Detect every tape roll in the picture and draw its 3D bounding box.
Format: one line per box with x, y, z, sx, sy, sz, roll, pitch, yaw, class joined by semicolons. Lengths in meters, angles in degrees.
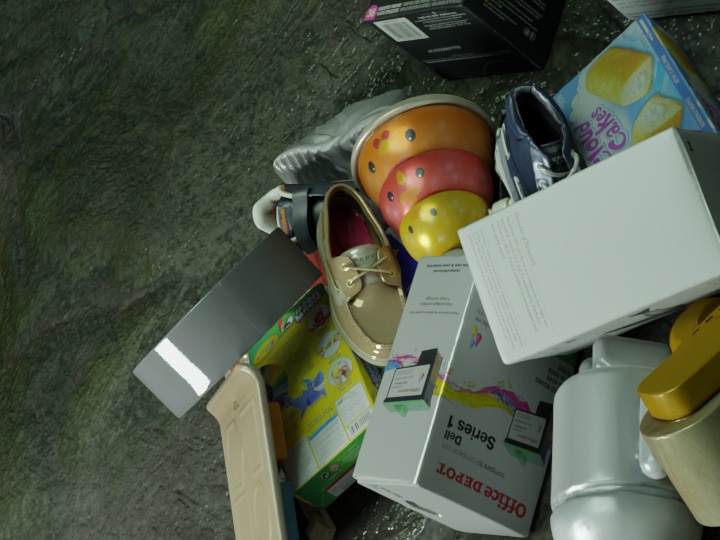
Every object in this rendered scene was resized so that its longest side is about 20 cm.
-0.128;0.050;1.479;0.200;0.066;0.200;-45;3;3;tape roll

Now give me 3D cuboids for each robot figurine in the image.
0.201;0.150;1.153;0.170;0.112;0.201;100;177;-61;robot figurine

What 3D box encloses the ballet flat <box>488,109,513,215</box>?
0.146;-0.066;1.406;0.074;0.074;0.201;-25;49;38;ballet flat

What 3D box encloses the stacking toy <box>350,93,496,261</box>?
0.079;-0.052;1.418;0.146;0.146;0.201;-40;44;25;stacking toy

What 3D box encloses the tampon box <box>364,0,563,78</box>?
0.122;-0.317;1.552;0.149;0.126;0.201;1;67;49;tampon box

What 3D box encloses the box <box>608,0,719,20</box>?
0.260;-0.317;1.326;0.183;0.199;0.106;4;68;51;box

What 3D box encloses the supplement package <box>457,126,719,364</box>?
0.199;-0.017;1.184;0.199;0.117;0.118;-26;77;32;supplement package

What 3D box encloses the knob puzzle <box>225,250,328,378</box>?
-0.097;0.041;1.655;0.219;0.030;0.221;-29;46;36;knob puzzle

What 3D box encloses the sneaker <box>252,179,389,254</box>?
-0.036;-0.055;1.590;0.199;0.079;0.079;-1;97;53;sneaker

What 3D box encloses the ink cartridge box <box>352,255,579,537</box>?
0.095;0.107;1.283;0.084;0.144;0.201;-1;65;49;ink cartridge box

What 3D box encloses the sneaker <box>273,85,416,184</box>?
-0.009;-0.138;1.656;0.199;0.075;0.082;-19;33;39;sneaker

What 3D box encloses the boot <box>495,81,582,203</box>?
0.168;-0.062;1.313;0.072;0.091;0.201;-21;61;-9;boot

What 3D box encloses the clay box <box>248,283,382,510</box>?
-0.037;0.114;1.446;0.115;0.048;0.201;-43;39;17;clay box

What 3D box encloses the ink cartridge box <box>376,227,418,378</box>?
0.029;0.085;1.462;0.199;0.043;0.200;-56;35;7;ink cartridge box

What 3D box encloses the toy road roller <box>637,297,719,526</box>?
0.268;0.084;1.086;0.200;0.123;0.146;-39;13;-21;toy road roller

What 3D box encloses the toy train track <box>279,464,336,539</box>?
-0.077;0.193;1.498;0.200;0.032;0.115;55;132;46;toy train track

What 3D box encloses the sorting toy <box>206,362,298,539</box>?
-0.095;0.201;1.435;0.185;0.036;0.201;130;128;-66;sorting toy

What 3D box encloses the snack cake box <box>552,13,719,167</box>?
0.253;-0.112;1.309;0.115;0.067;0.201;-42;40;22;snack cake box

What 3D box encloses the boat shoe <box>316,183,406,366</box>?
0.000;0.000;1.431;0.073;0.069;0.201;-15;50;-11;boat shoe
